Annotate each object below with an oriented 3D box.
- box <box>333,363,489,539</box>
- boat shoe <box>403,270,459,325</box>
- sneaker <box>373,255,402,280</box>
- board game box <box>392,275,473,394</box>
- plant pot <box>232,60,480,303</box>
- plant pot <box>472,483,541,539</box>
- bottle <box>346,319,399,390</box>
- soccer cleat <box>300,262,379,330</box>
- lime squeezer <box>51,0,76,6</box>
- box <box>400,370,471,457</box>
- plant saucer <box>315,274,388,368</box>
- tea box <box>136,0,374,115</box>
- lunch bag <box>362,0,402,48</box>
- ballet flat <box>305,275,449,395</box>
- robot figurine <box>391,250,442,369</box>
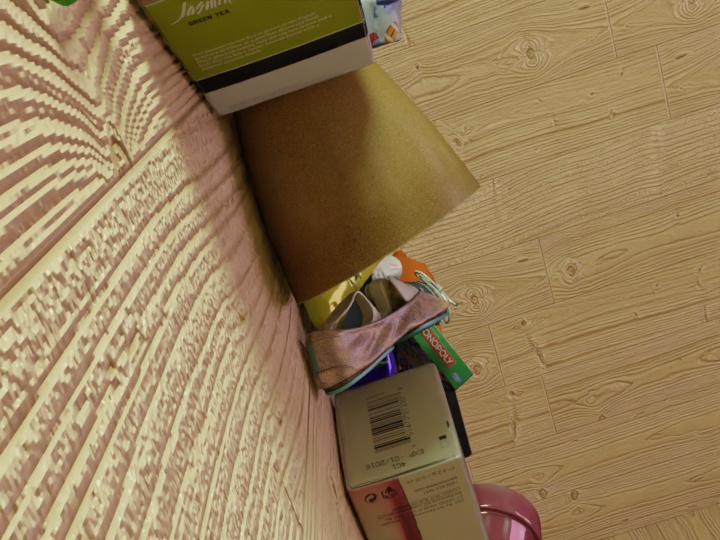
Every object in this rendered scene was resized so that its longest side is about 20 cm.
[{"bbox_3d":[0.056,0.215,0.867,0.129,0.107,0.203,-103,175,-56],"label":"box"},{"bbox_3d":[0.075,0.044,1.091,0.075,0.061,0.200,49,-11,13],"label":"boat shoe"},{"bbox_3d":[0.000,0.000,1.076,0.200,0.097,0.080,57,16,-79],"label":"sneaker"},{"bbox_3d":[0.061,0.086,1.039,0.135,0.029,0.200,52,-10,7],"label":"board game box"},{"bbox_3d":[-0.025,-0.108,0.754,0.203,0.184,0.186,59,5,-5],"label":"plant pot"},{"bbox_3d":[0.207,0.494,1.507,0.181,0.195,0.203,-75,152,-53],"label":"plant pot"},{"bbox_3d":[0.008,0.100,1.007,0.200,0.064,0.085,48,20,-82],"label":"bottle"},{"bbox_3d":[-0.006,-0.017,0.890,0.066,0.082,0.202,62,28,-27],"label":"soccer cleat"},{"bbox_3d":[-0.141,-0.205,0.412,0.070,0.037,0.205,-3,75,-55],"label":"lime squeezer"},{"bbox_3d":[0.085,0.174,1.423,0.199,0.121,0.203,-105,177,-50],"label":"box"},{"bbox_3d":[-0.019,0.023,0.927,0.203,0.068,0.019,-100,-164,-44],"label":"plant saucer"},{"bbox_3d":[-0.086,-0.249,0.611,0.197,0.131,0.204,64,10,-75],"label":"tea box"},{"bbox_3d":[-0.049,-0.322,1.116,0.161,0.195,0.077,-103,-172,-58],"label":"lunch bag"},{"bbox_3d":[0.019,0.045,0.832,0.199,0.067,0.068,-29,91,-53],"label":"ballet flat"},{"bbox_3d":[0.052,0.061,1.298,0.146,0.114,0.202,62,27,-31],"label":"robot figurine"}]
